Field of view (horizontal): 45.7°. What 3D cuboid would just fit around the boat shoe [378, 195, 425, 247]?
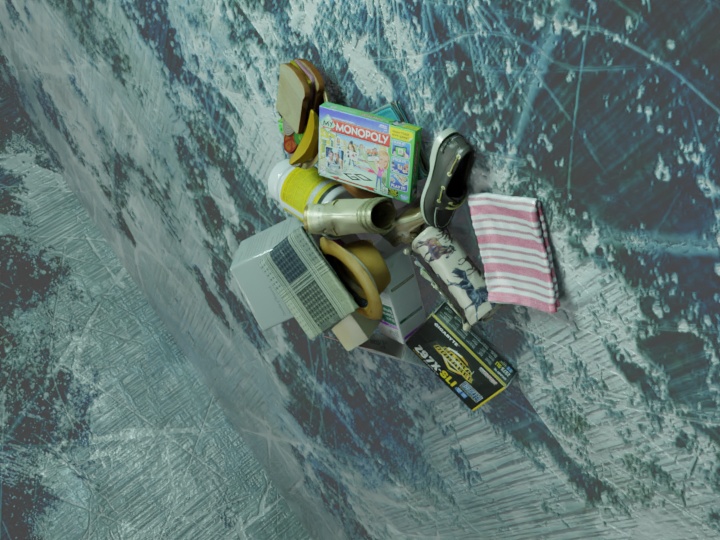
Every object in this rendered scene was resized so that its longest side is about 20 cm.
[{"bbox_3d":[0.094,-0.085,1.605,0.065,0.072,0.199,51,157,-8],"label":"boat shoe"}]

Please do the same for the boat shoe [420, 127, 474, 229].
[{"bbox_3d":[0.149,-0.141,1.444,0.061,0.071,0.204,43,148,31],"label":"boat shoe"}]

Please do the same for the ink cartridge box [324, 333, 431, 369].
[{"bbox_3d":[0.041,0.161,1.869,0.171,0.044,0.198,23,172,-33],"label":"ink cartridge box"}]

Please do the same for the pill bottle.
[{"bbox_3d":[-0.102,-0.156,1.801,0.199,0.113,0.116,33,145,38],"label":"pill bottle"}]

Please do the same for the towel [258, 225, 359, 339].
[{"bbox_3d":[-0.102,0.027,1.694,0.202,0.034,0.192,56,140,0],"label":"towel"}]

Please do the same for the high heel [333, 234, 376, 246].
[{"bbox_3d":[-0.034,-0.053,1.849,0.199,0.067,0.097,40,145,29],"label":"high heel"}]

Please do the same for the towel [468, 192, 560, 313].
[{"bbox_3d":[0.252,-0.030,1.415,0.145,0.030,0.204,9,122,48],"label":"towel"}]

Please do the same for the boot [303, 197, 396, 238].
[{"bbox_3d":[0.002,-0.101,1.603,0.152,0.199,0.075,-2,90,27],"label":"boot"}]

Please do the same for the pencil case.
[{"bbox_3d":[0.178,0.008,1.550,0.201,0.077,0.089,52,180,7],"label":"pencil case"}]

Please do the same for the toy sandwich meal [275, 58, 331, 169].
[{"bbox_3d":[-0.120,-0.295,1.639,0.204,0.069,0.210,9,101,57],"label":"toy sandwich meal"}]

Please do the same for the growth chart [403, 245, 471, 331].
[{"bbox_3d":[0.148,0.028,1.608,0.201,0.018,0.145,52,-168,8],"label":"growth chart"}]

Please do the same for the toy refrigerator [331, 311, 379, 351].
[{"bbox_3d":[-0.052,0.060,1.769,0.069,0.076,0.202,-31,100,31],"label":"toy refrigerator"}]

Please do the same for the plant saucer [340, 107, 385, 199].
[{"bbox_3d":[-0.008,-0.211,1.631,0.200,0.037,0.202,42,151,29],"label":"plant saucer"}]

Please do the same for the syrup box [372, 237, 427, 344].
[{"bbox_3d":[0.068,0.042,1.767,0.078,0.081,0.203,21,135,48],"label":"syrup box"}]

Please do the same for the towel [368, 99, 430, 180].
[{"bbox_3d":[0.045,-0.224,1.584,0.199,0.022,0.149,-8,111,61],"label":"towel"}]

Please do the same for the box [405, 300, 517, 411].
[{"bbox_3d":[0.196,0.173,1.699,0.200,0.049,0.160,45,151,5],"label":"box"}]

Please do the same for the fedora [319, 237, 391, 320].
[{"bbox_3d":[0.000,0.000,1.648,0.201,0.081,0.202,47,160,23],"label":"fedora"}]

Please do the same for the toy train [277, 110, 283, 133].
[{"bbox_3d":[-0.117,-0.319,1.734,0.199,0.041,0.058,4,113,58],"label":"toy train"}]

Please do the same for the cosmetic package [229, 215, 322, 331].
[{"bbox_3d":[-0.158,-0.006,1.898,0.169,0.197,0.168,62,-168,-20],"label":"cosmetic package"}]

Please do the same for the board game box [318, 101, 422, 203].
[{"bbox_3d":[0.013,-0.213,1.532,0.197,0.029,0.137,19,125,25],"label":"board game box"}]
